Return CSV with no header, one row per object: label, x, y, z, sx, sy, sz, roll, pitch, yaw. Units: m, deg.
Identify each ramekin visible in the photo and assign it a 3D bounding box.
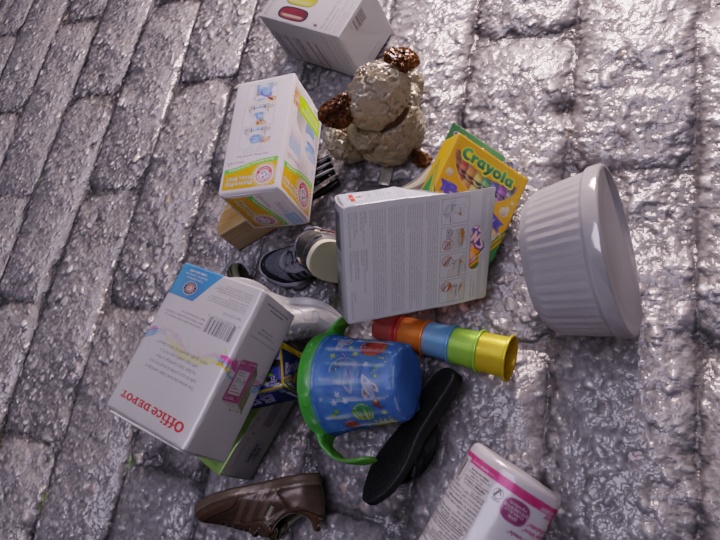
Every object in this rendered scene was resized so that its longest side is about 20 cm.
ramekin,0.258,-0.016,0.681,0.093,0.202,0.205,-12,64,34

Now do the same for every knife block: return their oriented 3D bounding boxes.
knife block,-0.128,-0.120,0.971,0.174,0.064,0.202,16,76,30

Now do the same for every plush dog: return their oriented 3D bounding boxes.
plush dog,0.034,-0.241,0.882,0.200,0.172,0.161,-41,59,3

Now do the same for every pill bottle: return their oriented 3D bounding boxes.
pill bottle,0.127,0.311,0.649,0.113,0.113,0.201,29,84,31

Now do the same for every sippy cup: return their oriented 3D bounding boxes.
sippy cup,0.007,0.146,0.752,0.129,0.139,0.180,-7,99,28

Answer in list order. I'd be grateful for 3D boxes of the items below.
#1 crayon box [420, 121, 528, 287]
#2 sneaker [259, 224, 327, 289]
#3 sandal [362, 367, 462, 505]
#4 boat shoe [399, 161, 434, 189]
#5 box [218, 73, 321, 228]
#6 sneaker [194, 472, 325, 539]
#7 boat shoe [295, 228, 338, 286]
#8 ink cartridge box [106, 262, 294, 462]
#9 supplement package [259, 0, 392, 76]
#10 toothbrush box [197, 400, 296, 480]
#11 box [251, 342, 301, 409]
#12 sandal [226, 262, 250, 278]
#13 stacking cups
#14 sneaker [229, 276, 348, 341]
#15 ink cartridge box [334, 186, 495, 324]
crayon box,0.147,-0.095,0.800,0.202,0.125,0.052,-65,15,-10
sneaker,-0.087,-0.023,0.883,0.198,0.114,0.076,2,70,25
sandal,0.076,0.219,0.741,0.048,0.075,0.201,40,79,-13
boat shoe,0.085,-0.086,0.854,0.200,0.074,0.074,-41,58,6
box,-0.134,-0.180,0.895,0.100,0.113,0.203,-4,66,20
sneaker,-0.141,0.333,0.790,0.198,0.070,0.076,-20,63,17
boat shoe,0.001,-0.002,0.797,0.074,0.200,0.063,-61,35,8
ink cartridge box,-0.195,0.111,0.716,0.143,0.085,0.202,16,71,30
supplement package,-0.063,-0.446,1.047,0.199,0.110,0.115,27,82,31
toothbrush box,-0.215,0.193,0.870,0.199,0.086,0.147,25,79,29
box,-0.178,0.154,0.780,0.198,0.070,0.065,-15,62,16
sandal,-0.156,0.061,0.907,0.057,0.080,0.202,-25,60,-3
stacking cups,0.105,0.098,0.778,0.198,0.060,0.061,9,73,29
sneaker,-0.116,0.081,0.835,0.198,0.075,0.101,16,54,-12
ink cartridge box,0.068,-0.027,0.737,0.197,0.164,0.050,-11,29,-16
